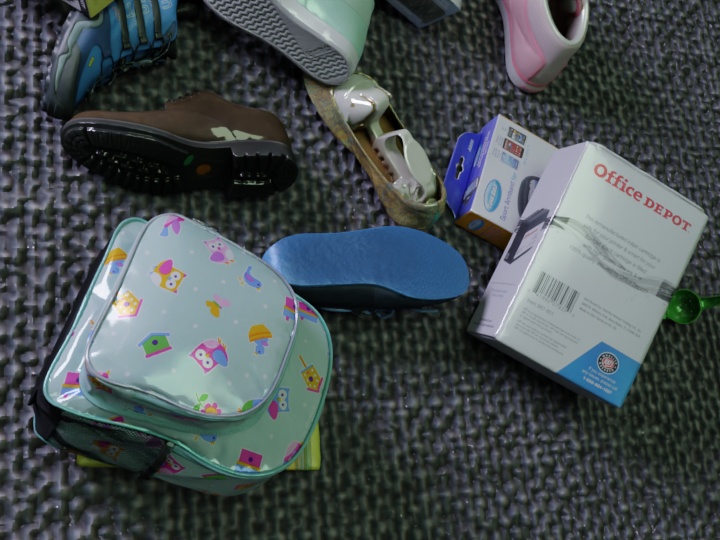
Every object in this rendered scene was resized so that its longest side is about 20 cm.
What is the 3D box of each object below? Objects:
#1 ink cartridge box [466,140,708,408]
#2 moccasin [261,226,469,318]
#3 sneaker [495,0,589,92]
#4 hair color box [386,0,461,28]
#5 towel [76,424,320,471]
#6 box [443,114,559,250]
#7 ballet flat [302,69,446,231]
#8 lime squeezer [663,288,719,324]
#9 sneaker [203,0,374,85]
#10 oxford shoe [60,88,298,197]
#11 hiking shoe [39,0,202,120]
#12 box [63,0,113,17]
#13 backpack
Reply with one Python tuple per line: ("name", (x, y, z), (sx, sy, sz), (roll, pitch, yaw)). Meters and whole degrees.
("ink cartridge box", (0.213, 0.003, 0.887), (0.144, 0.084, 0.202), (28, 85, -12))
("moccasin", (0.000, 0.000, 0.837), (0.198, 0.068, 0.081), (7, 62, -24))
("sneaker", (0.193, -0.303, 1.006), (0.074, 0.105, 0.203), (0, 72, -22))
("hair color box", (0.063, -0.368, 0.974), (0.099, 0.060, 0.203), (28, 60, -40))
("towel", (-0.128, 0.120, 0.767), (0.197, 0.018, 0.087), (6, 65, -22))
("box", (0.180, -0.070, 0.958), (0.198, 0.041, 0.120), (27, 64, -17))
("ballet flat", (0.018, -0.130, 0.888), (0.070, 0.071, 0.201), (-31, 87, -29))
("lime squeezer", (0.316, 0.043, 0.972), (0.197, 0.071, 0.038), (-8, 98, 4))
("sneaker", (-0.073, -0.272, 0.864), (0.200, 0.073, 0.119), (37, 50, -21))
("oxford shoe", (-0.156, -0.115, 0.810), (0.198, 0.073, 0.085), (4, 55, -26))
("hiking shoe", (-0.199, -0.202, 0.806), (0.086, 0.074, 0.202), (30, 63, -12))
("box", (-0.279, -0.286, 0.757), (0.199, 0.076, 0.050), (34, 61, 16))
("backpack", (-0.118, 0.068, 0.699), (0.199, 0.153, 0.177), (29, 54, -17))
